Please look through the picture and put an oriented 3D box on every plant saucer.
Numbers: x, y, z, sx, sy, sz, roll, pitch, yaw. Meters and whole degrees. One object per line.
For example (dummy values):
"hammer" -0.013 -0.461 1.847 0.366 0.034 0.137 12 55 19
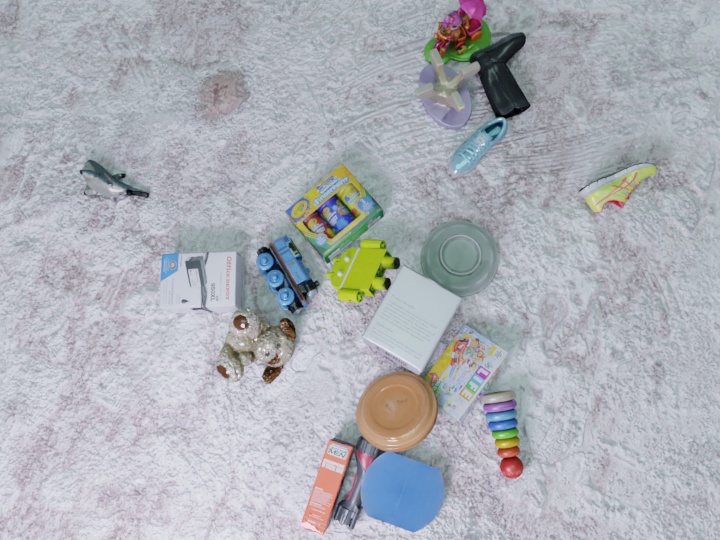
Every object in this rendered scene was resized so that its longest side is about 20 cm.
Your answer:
"plant saucer" 0.084 0.329 1.511 0.199 0.032 0.201 -11 50 13
"plant saucer" 0.253 -0.035 1.622 0.199 0.050 0.201 -1 77 5

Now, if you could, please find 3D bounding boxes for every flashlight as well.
"flashlight" -0.008 0.501 1.515 0.068 0.068 0.201 22 84 6

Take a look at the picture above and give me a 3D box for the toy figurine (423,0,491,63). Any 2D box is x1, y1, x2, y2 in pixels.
"toy figurine" 0.260 -0.660 1.696 0.199 0.184 0.151 -29 76 -2

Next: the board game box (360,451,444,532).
"board game box" 0.096 0.517 1.502 0.199 0.039 0.159 21 87 -6

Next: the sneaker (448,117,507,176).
"sneaker" 0.306 -0.333 1.669 0.074 0.082 0.200 42 84 13

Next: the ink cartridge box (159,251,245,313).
"ink cartridge box" -0.406 0.031 1.642 0.199 0.084 0.146 -2 77 4

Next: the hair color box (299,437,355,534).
"hair color box" -0.074 0.501 1.493 0.064 0.111 0.201 17 79 7

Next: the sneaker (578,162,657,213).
"sneaker" 0.664 -0.207 1.621 0.199 0.078 0.091 -24 84 5

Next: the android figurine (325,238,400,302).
"android figurine" 0.000 0.000 1.595 0.199 0.041 0.183 7 61 38

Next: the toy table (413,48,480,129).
"toy table" 0.226 -0.486 1.694 0.183 0.117 0.200 -35 78 -4

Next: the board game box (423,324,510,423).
"board game box" 0.249 0.247 1.539 0.134 0.034 0.200 33 81 35

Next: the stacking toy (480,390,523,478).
"stacking toy" 0.341 0.389 1.504 0.085 0.085 0.201 -9 80 2

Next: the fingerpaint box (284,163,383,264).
"fingerpaint box" -0.067 -0.148 1.661 0.200 0.073 0.167 -39 77 -5

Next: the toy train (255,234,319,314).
"toy train" -0.186 0.011 1.631 0.114 0.087 0.201 -31 76 -9

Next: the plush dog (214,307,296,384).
"plush dog" -0.248 0.181 1.586 0.171 0.161 0.201 20 107 -5

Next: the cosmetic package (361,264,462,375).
"cosmetic package" 0.122 0.123 1.535 0.164 0.165 0.201 30 81 8

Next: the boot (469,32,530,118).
"boot" 0.406 -0.520 1.711 0.164 0.066 0.201 -25 73 8

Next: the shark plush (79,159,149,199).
"shark plush" -0.676 -0.249 1.741 0.199 0.091 0.084 13 48 12
